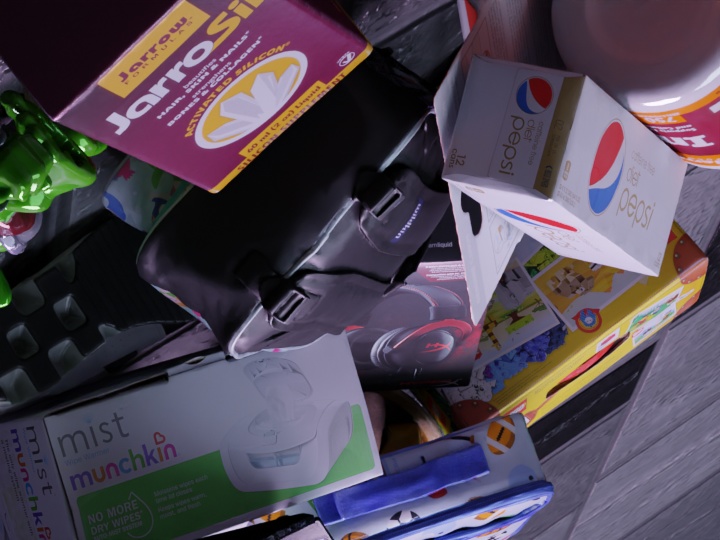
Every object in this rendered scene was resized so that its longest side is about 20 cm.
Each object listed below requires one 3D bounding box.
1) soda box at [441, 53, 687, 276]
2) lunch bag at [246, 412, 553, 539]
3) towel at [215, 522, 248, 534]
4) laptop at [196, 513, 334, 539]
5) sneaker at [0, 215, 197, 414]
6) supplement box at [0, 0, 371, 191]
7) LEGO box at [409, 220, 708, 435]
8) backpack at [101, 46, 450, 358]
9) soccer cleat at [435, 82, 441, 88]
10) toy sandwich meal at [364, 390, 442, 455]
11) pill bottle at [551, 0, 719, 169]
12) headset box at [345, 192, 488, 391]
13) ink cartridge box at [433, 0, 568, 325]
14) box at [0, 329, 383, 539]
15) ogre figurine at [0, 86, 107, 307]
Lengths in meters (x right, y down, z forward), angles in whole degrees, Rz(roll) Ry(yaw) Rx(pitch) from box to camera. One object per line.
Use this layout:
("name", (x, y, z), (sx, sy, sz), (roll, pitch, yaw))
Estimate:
("soda box", (0.109, -0.052, 1.548), (0.200, 0.063, 0.068), (28, 76, -66))
("lunch bag", (0.015, 0.155, 1.852), (0.199, 0.076, 0.160), (-18, 168, -16))
("towel", (-0.180, 0.173, 1.817), (0.146, 0.030, 0.200), (-21, -168, -41))
("laptop", (-0.099, 0.203, 1.631), (0.177, 0.104, 0.200), (-16, 180, 21))
("sneaker", (-0.155, 0.024, 1.653), (0.200, 0.074, 0.088), (-25, 173, -32))
("supplement box", (-0.088, -0.117, 1.386), (0.110, 0.086, 0.200), (-42, 162, 9))
("LEGO box", (0.106, 0.009, 1.980), (0.200, 0.149, 0.077), (-36, 161, -13))
("backpack", (-0.031, -0.044, 1.581), (0.178, 0.151, 0.200), (-50, 163, 8))
("soccer cleat", (0.071, -0.108, 1.814), (0.200, 0.065, 0.084), (-30, 130, -17))
("toy sandwich meal", (-0.036, 0.132, 1.974), (0.204, 0.070, 0.206), (2, 138, 2))
("pill bottle", (0.186, -0.119, 1.612), (0.113, 0.113, 0.200), (-43, 155, 10))
("headset box", (0.000, 0.000, 1.773), (0.148, 0.075, 0.200), (-2, 154, -6))
("ink cartridge box", (0.068, -0.098, 1.577), (0.200, 0.057, 0.163), (-56, 147, -38))
("box", (-0.120, 0.103, 1.689), (0.199, 0.097, 0.176), (-16, -178, -33))
("ogre figurine", (-0.182, -0.034, 1.390), (0.120, 0.098, 0.200), (-37, -154, 7))
